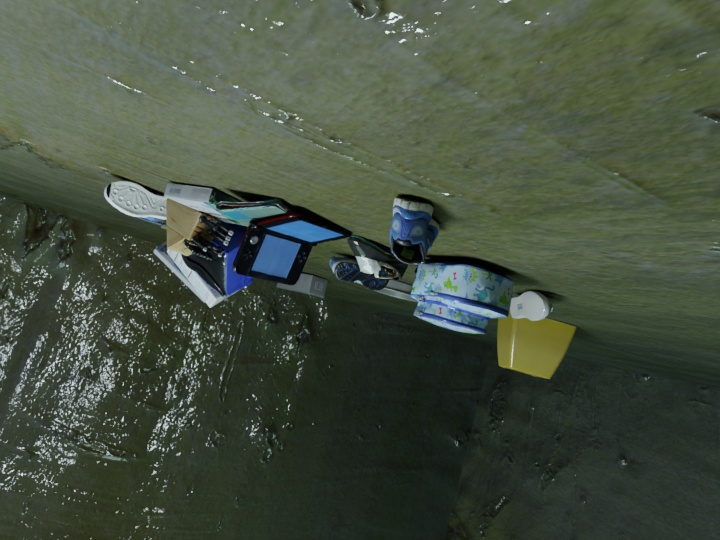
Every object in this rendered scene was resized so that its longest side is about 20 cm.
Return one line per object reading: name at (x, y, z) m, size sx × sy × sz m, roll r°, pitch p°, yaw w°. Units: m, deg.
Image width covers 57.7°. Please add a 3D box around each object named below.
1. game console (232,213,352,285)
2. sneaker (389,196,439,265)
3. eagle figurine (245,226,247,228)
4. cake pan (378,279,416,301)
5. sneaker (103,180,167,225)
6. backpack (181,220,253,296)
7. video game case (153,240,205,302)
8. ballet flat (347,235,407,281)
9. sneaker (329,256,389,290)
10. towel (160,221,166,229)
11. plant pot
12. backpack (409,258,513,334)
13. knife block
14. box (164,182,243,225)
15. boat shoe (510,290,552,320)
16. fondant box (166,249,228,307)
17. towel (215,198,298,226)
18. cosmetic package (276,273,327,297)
game console at (-0.143, -0.040, 1.395) m, size 0.119 × 0.173 × 0.200 m, roll 28°, pitch -173°, yaw 37°
sneaker at (0.078, -0.052, 1.050) m, size 0.078 × 0.089 × 0.200 m, roll 15°, pitch 174°, yaw 14°
eagle figurine at (-0.279, -0.058, 1.845) m, size 0.200 × 0.151 × 0.152 m, roll 44°, pitch 142°, yaw 25°
cake pan at (0.117, 0.062, 2.178) m, size 0.200 × 0.037 × 0.200 m, roll 15°, pitch 174°, yaw 2°
sneaker at (-0.569, -0.169, 1.632) m, size 0.146 × 0.081 × 0.200 m, roll 4°, pitch 173°, yaw 44°
backpack at (-0.363, -0.053, 1.687) m, size 0.200 × 0.163 × 0.168 m, roll 30°, pitch -143°, yaw 27°
video game case at (-0.443, -0.032, 1.829) m, size 0.200 × 0.182 × 0.022 m, roll 45°, pitch 138°, yaw 0°
ballet flat at (0.040, -0.020, 1.512) m, size 0.068 × 0.069 × 0.200 m, roll 9°, pitch 171°, yaw 46°
sneaker at (0.000, 0.000, 1.853) m, size 0.200 × 0.076 × 0.077 m, roll 20°, pitch -166°, yaw -36°
towel at (-0.558, -0.128, 2.175) m, size 0.200 × 0.037 × 0.148 m, roll 11°, pitch 172°, yaw 39°
plant pot at (0.537, 0.238, 2.068) m, size 0.199 × 0.177 × 0.200 m, roll 16°, pitch 174°, yaw -2°
backpack at (0.222, 0.058, 1.407) m, size 0.183 × 0.147 × 0.200 m, roll 16°, pitch 171°, yaw -27°
knife block at (-0.374, -0.114, 1.530) m, size 0.175 × 0.200 × 0.064 m, roll -24°, pitch 151°, yaw 29°
box at (-0.315, -0.142, 1.459) m, size 0.144 × 0.036 × 0.200 m, roll 11°, pitch 174°, yaw 34°
boat shoe at (0.422, 0.088, 1.568) m, size 0.068 × 0.072 × 0.200 m, roll -5°, pitch 169°, yaw -8°
fondant box at (-0.408, -0.019, 1.788) m, size 0.200 × 0.144 × 0.058 m, roll 52°, pitch 140°, yaw 5°
towel at (-0.193, -0.112, 1.373) m, size 0.146 × 0.022 × 0.200 m, roll -1°, pitch 169°, yaw 19°
cosmetic package at (-0.250, 0.055, 2.791) m, size 0.200 × 0.090 × 0.107 m, roll 6°, pitch 172°, yaw 40°
